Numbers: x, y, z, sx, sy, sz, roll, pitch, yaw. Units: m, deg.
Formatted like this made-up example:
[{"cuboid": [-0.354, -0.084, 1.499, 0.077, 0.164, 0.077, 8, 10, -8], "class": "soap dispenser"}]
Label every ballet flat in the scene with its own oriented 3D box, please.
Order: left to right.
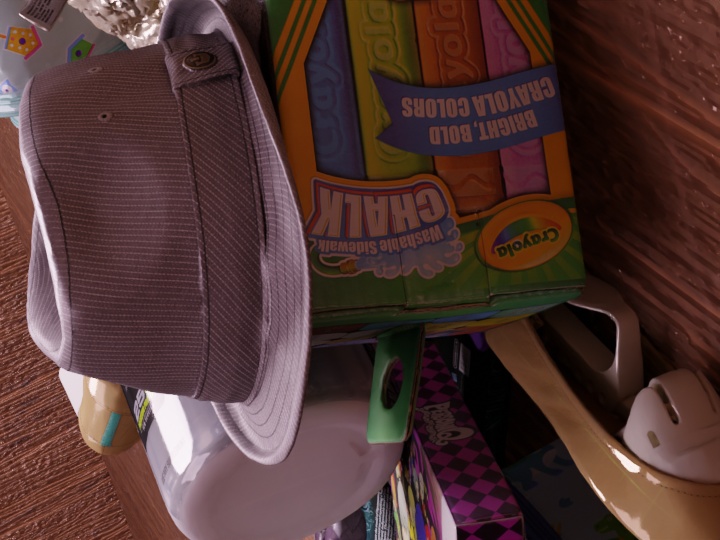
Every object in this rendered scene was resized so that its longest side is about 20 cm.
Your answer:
[{"cuboid": [-0.143, 0.052, 0.959, 0.200, 0.068, 0.064, -73, 3, -70], "class": "ballet flat"}, {"cuboid": [0.114, 0.055, 0.639, 0.200, 0.068, 0.064, 47, 142, 43], "class": "ballet flat"}]

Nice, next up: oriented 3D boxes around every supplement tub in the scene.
[{"cuboid": [-0.066, 0.027, 0.752, 0.123, 0.122, 0.201, 88, 159, -52], "class": "supplement tub"}]

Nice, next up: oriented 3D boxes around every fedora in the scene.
[{"cuboid": [-0.089, -0.017, 0.598, 0.178, 0.089, 0.201, 103, 156, -45], "class": "fedora"}]

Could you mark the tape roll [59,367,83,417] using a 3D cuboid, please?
[{"cuboid": [-0.133, 0.052, 1.150, 0.037, 0.202, 0.203, 61, 163, 11], "class": "tape roll"}]

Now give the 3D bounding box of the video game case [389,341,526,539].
[{"cuboid": [0.047, 0.155, 0.739, 0.200, 0.035, 0.183, -114, 18, -69], "class": "video game case"}]

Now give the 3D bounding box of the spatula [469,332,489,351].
[{"cuboid": [0.096, 0.041, 0.738, 0.200, 0.020, 0.057, 44, 133, 44], "class": "spatula"}]

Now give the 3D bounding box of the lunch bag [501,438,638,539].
[{"cuboid": [0.124, 0.196, 0.773, 0.161, 0.082, 0.201, -132, 25, -54], "class": "lunch bag"}]

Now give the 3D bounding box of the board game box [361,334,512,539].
[{"cuboid": [0.037, 0.098, 0.890, 0.135, 0.028, 0.202, 41, 135, 50], "class": "board game box"}]

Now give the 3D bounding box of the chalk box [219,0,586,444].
[{"cuboid": [0.012, -0.030, 0.630, 0.125, 0.123, 0.202, 154, 110, -72], "class": "chalk box"}]

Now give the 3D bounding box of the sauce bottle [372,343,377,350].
[{"cuboid": [0.000, 0.000, 0.821, 0.065, 0.064, 0.202, -153, 57, -64], "class": "sauce bottle"}]

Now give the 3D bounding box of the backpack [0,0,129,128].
[{"cuboid": [-0.190, -0.169, 0.955, 0.175, 0.199, 0.155, 20, 129, 44], "class": "backpack"}]

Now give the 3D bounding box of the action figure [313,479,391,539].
[{"cuboid": [-0.012, 0.150, 0.905, 0.130, 0.069, 0.202, 129, 139, -65], "class": "action figure"}]

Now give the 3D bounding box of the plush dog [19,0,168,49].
[{"cuboid": [-0.099, -0.160, 0.815, 0.172, 0.159, 0.202, 49, -149, -62], "class": "plush dog"}]
